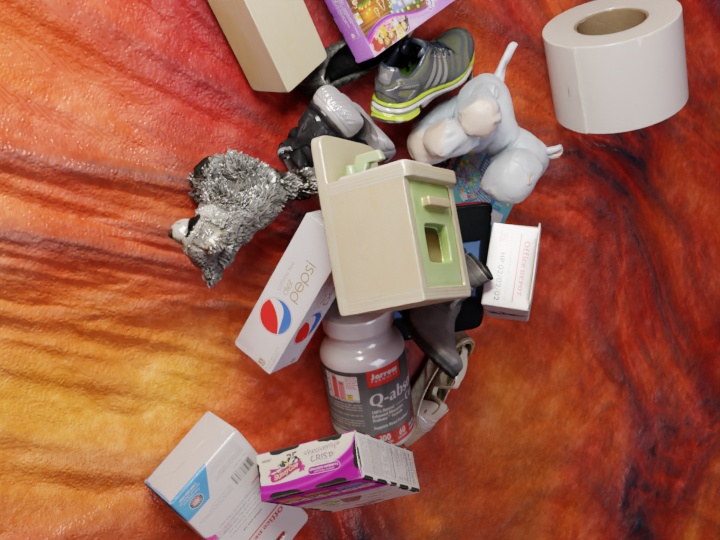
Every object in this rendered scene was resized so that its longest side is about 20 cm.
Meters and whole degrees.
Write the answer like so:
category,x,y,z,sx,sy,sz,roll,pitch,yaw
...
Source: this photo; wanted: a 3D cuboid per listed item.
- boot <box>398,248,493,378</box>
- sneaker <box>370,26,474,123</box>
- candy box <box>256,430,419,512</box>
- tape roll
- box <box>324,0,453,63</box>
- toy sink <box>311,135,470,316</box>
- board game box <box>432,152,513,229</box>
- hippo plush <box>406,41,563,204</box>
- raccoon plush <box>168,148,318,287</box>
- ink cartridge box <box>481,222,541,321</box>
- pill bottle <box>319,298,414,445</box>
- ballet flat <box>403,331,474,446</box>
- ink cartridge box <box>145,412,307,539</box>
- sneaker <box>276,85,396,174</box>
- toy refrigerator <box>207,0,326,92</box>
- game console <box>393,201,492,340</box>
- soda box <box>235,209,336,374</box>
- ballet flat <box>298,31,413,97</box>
category,x,y,z,sx,sy,sz,roll,pitch,yaw
boot,0.117,0.041,1.132,0.132,0.200,0.070,-38,124,5
sneaker,0.086,-0.267,1.133,0.200,0.074,0.081,-47,151,-34
candy box,-0.023,0.257,1.113,0.200,0.136,0.061,39,37,-60
tape roll,0.383,-0.312,1.324,0.203,0.202,0.139,-37,126,-27
box,0.038,-0.360,1.069,0.200,0.039,0.137,-42,112,-30
toy sink,0.039,-0.058,0.974,0.130,0.112,0.201,1,78,-61
board game box,0.168,-0.125,1.297,0.151,0.047,0.200,34,80,-43
hippo plush,0.168,-0.167,1.185,0.161,0.159,0.200,50,40,-18
raccoon plush,-0.109,-0.063,0.965,0.199,0.134,0.097,-15,139,-3
ink cartridge box,0.210,0.002,1.227,0.200,0.068,0.116,43,56,-77
pill bottle,0.007,0.137,1.192,0.116,0.116,0.201,-27,121,-33
ballet flat,0.114,0.182,1.343,0.067,0.062,0.201,25,87,-44
ink cartridge box,-0.163,0.289,1.111,0.115,0.068,0.200,-47,130,-21
sneaker,-0.034,-0.152,1.089,0.114,0.076,0.200,-42,160,12
toy refrigerator,-0.119,-0.300,0.962,0.076,0.070,0.200,-49,132,-28
game console,0.098,0.004,1.236,0.176,0.031,0.201,-6,117,-15
soda box,-0.071,0.025,1.056,0.200,0.064,0.068,-59,163,23
ballet flat,0.006,-0.270,1.092,0.200,0.057,0.067,-41,125,-25
